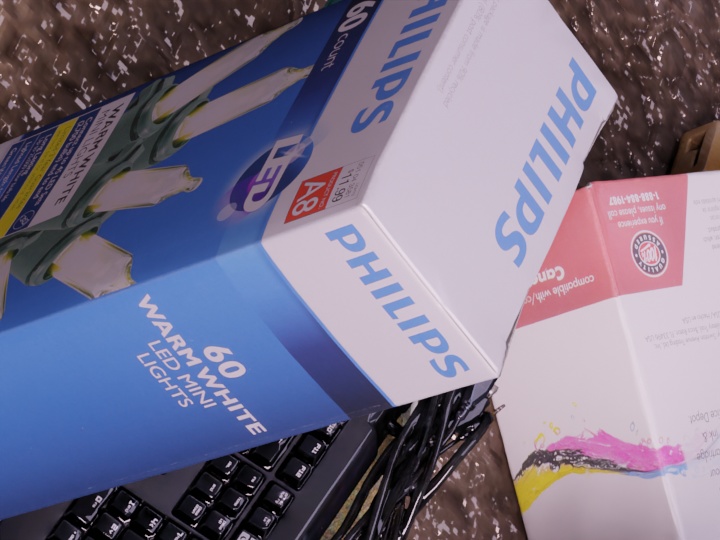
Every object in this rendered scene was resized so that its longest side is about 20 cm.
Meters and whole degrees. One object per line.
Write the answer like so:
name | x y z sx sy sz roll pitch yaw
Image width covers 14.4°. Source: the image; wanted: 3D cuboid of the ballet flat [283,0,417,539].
ballet flat | 0.000 0.000 0.882 0.071 0.070 0.201 35 57 -36

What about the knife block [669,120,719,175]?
knife block | 0.203 0.043 1.120 0.199 0.176 0.064 16 50 6

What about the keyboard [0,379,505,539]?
keyboard | -0.008 0.026 0.807 0.104 0.040 0.200 34 67 2

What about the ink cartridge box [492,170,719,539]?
ink cartridge box | 0.111 0.071 0.983 0.116 0.067 0.201 -6 80 -50

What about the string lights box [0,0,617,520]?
string lights box | -0.040 -0.004 0.728 0.059 0.199 0.103 50 43 -24
